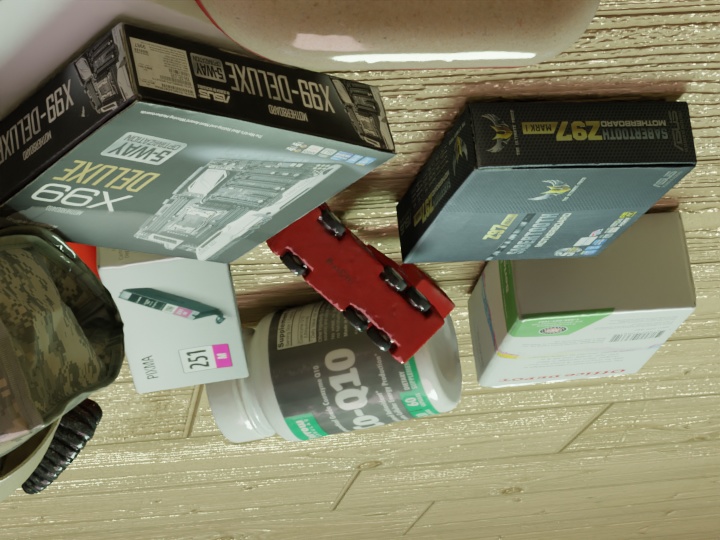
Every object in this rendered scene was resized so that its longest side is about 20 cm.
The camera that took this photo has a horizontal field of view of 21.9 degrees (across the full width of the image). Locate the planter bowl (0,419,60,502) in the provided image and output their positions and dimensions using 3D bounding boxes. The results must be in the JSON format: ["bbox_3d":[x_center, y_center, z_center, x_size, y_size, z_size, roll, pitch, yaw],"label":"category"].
[{"bbox_3d":[-0.313,0.102,1.336,0.199,0.201,0.135,-2,149,-14],"label":"planter bowl"}]

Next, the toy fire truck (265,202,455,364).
[{"bbox_3d":[0.000,0.000,1.359,0.049,0.141,0.200,-46,116,6],"label":"toy fire truck"}]

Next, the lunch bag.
[{"bbox_3d":[-0.233,0.054,1.033,0.163,0.118,0.200,-24,-179,9],"label":"lunch bag"}]

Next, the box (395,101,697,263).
[{"bbox_3d":[0.123,-0.059,1.297,0.157,0.051,0.200,-1,162,-15],"label":"box"}]

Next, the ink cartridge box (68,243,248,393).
[{"bbox_3d":[-0.180,0.031,1.399,0.173,0.044,0.200,-9,150,-3],"label":"ink cartridge box"}]

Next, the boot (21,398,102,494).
[{"bbox_3d":[-0.315,0.120,1.511,0.158,0.080,0.211,36,148,-18],"label":"boot"}]

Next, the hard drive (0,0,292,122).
[{"bbox_3d":[-0.146,-0.116,1.021,0.132,0.026,0.200,-29,154,30],"label":"hard drive"}]

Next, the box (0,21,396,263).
[{"bbox_3d":[-0.104,-0.066,1.067,0.157,0.050,0.199,-31,154,36],"label":"box"}]

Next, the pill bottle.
[{"bbox_3d":[-0.023,0.081,1.571,0.199,0.114,0.113,-13,161,17],"label":"pill bottle"}]

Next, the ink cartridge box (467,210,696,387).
[{"bbox_3d":[0.176,0.027,1.527,0.144,0.088,0.200,-4,160,-7],"label":"ink cartridge box"}]

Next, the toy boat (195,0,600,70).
[{"bbox_3d":[0.010,-0.161,0.863,0.199,0.131,0.131,-2,-169,-16],"label":"toy boat"}]
